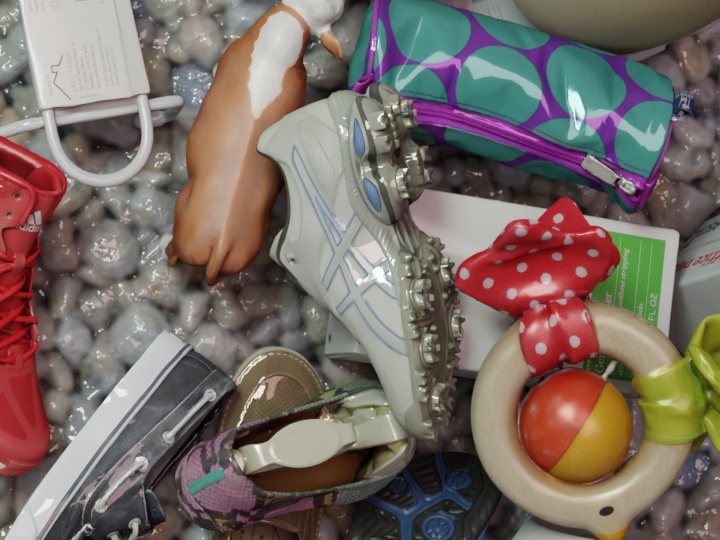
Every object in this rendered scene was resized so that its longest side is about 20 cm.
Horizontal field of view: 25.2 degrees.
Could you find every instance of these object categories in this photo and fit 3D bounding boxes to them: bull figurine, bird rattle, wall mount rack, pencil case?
[{"bbox_3d":[-0.067,-0.086,0.966,0.065,0.121,0.202,23,78,-11],"label":"bull figurine"},{"bbox_3d":[0.131,0.065,0.912,0.199,0.113,0.164,30,98,-11],"label":"bird rattle"},{"bbox_3d":[-0.201,-0.138,0.968,0.172,0.074,0.203,-11,86,-19],"label":"wall mount rack"},{"bbox_3d":[0.089,-0.100,0.955,0.198,0.086,0.093,16,42,-8],"label":"pencil case"}]

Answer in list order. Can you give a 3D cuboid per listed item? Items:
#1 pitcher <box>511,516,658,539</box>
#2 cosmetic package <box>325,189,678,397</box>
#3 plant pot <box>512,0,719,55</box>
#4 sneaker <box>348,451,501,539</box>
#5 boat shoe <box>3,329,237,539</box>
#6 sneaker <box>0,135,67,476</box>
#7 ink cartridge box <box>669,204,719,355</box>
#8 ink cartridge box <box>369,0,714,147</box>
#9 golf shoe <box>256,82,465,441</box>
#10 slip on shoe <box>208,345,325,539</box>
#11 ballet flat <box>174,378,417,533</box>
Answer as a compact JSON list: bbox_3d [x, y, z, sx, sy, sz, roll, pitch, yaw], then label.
[{"bbox_3d":[0.148,0.259,0.992,0.170,0.121,0.203,6,92,-34],"label":"pitcher"},{"bbox_3d":[0.086,0.015,1.005,0.197,0.085,0.109,7,85,-14],"label":"cosmetic package"},{"bbox_3d":[0.185,-0.228,0.938,0.198,0.134,0.203,-4,97,-34],"label":"plant pot"},{"bbox_3d":[0.021,0.194,0.987,0.075,0.078,0.200,25,57,28],"label":"sneaker"},{"bbox_3d":[-0.145,0.133,0.945,0.067,0.072,0.201,34,69,5],"label":"boat shoe"},{"bbox_3d":[-0.207,0.010,0.917,0.115,0.078,0.202,-27,91,25],"label":"sneaker"},{"bbox_3d":[0.289,-0.029,1.037,0.084,0.145,0.200,45,75,-3],"label":"ink cartridge box"},{"bbox_3d":[0.118,-0.171,1.051,0.198,0.067,0.117,-22,90,-16],"label":"ink cartridge box"},{"bbox_3d":[0.000,0.000,0.911,0.096,0.078,0.203,-9,97,21],"label":"golf shoe"},{"bbox_3d":[-0.057,0.146,0.972,0.075,0.061,0.203,14,80,-12],"label":"slip on shoe"},{"bbox_3d":[-0.018,0.102,0.938,0.199,0.071,0.070,-12,77,-46],"label":"ballet flat"}]
